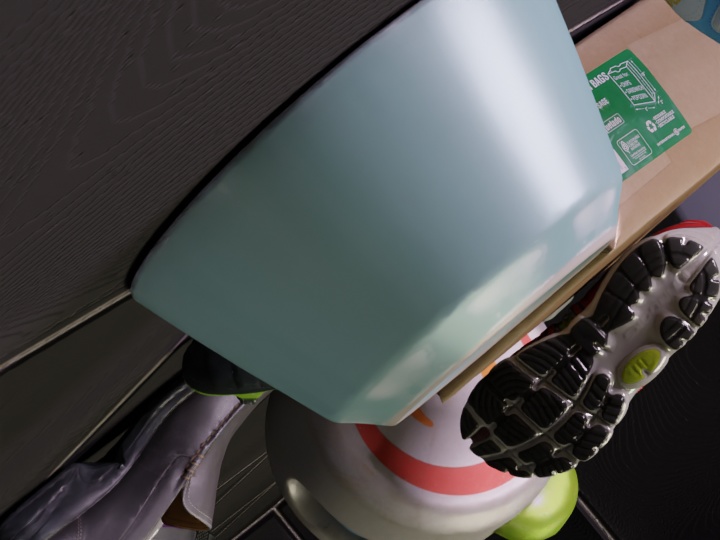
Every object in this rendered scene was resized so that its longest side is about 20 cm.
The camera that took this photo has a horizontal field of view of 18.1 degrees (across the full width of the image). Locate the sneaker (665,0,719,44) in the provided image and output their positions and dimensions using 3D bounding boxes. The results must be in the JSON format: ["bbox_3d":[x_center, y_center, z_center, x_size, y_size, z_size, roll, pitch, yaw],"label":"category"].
[{"bbox_3d":[0.205,-0.179,0.948,0.200,0.081,0.076,-44,172,19],"label":"sneaker"}]

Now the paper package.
[{"bbox_3d":[0.110,-0.047,1.258,0.200,0.104,0.191,-35,172,-43],"label":"paper package"}]

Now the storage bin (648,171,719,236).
[{"bbox_3d":[0.243,-0.083,1.494,0.134,0.201,0.146,-30,173,-10],"label":"storage bin"}]

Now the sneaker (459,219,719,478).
[{"bbox_3d":[0.143,0.046,1.319,0.200,0.077,0.085,-42,180,24],"label":"sneaker"}]

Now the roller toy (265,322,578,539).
[{"bbox_3d":[0.034,0.095,1.484,0.181,0.201,0.140,-6,162,-20],"label":"roller toy"}]

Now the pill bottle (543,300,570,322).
[{"bbox_3d":[0.064,0.045,1.670,0.200,0.111,0.111,-38,174,-27],"label":"pill bottle"}]

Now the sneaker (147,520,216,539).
[{"bbox_3d":[-0.162,0.243,1.523,0.200,0.140,0.078,-43,175,19],"label":"sneaker"}]

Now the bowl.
[{"bbox_3d":[0.021,-0.016,0.859,0.200,0.105,0.201,-39,175,-4],"label":"bowl"}]

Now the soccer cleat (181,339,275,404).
[{"bbox_3d":[0.000,0.000,1.111,0.199,0.081,0.068,-22,-149,-10],"label":"soccer cleat"}]

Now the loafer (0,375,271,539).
[{"bbox_3d":[-0.104,0.112,1.216,0.200,0.072,0.073,-40,174,-16],"label":"loafer"}]
